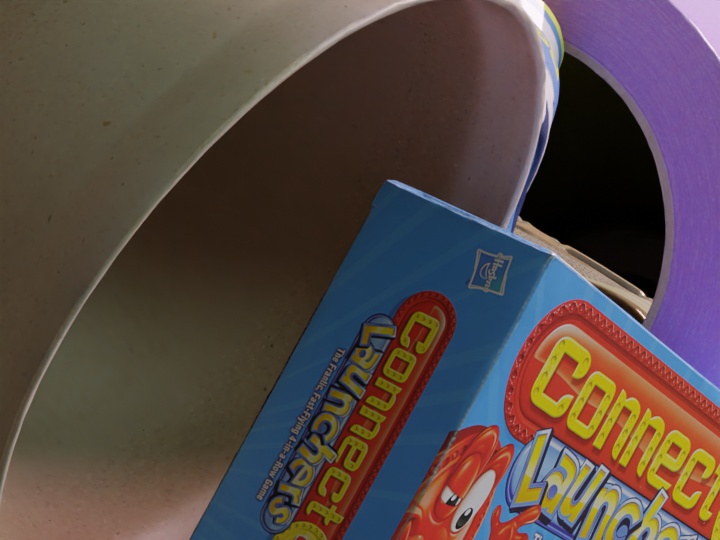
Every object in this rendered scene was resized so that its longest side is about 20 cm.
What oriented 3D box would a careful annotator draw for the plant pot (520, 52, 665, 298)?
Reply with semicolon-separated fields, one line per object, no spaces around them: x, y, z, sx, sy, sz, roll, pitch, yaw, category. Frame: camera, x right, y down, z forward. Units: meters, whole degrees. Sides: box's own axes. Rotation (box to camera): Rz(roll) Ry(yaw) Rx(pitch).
0.089;-0.005;1.018;0.193;0.200;0.200;56;13;-58;plant pot

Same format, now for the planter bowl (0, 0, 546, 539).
-0.065;-0.026;0.620;0.135;0.200;0.200;40;9;23;planter bowl

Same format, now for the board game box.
0.026;0.103;0.640;0.056;0.196;0.200;26;-5;35;board game box

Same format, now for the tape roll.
0.055;-0.016;0.800;0.066;0.200;0.200;-4;66;-61;tape roll

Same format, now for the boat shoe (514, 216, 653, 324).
0.038;0.002;0.885;0.201;0.073;0.063;23;13;28;boat shoe

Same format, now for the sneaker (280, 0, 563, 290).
0.000;0.000;0.736;0.074;0.200;0.082;23;18;-11;sneaker
